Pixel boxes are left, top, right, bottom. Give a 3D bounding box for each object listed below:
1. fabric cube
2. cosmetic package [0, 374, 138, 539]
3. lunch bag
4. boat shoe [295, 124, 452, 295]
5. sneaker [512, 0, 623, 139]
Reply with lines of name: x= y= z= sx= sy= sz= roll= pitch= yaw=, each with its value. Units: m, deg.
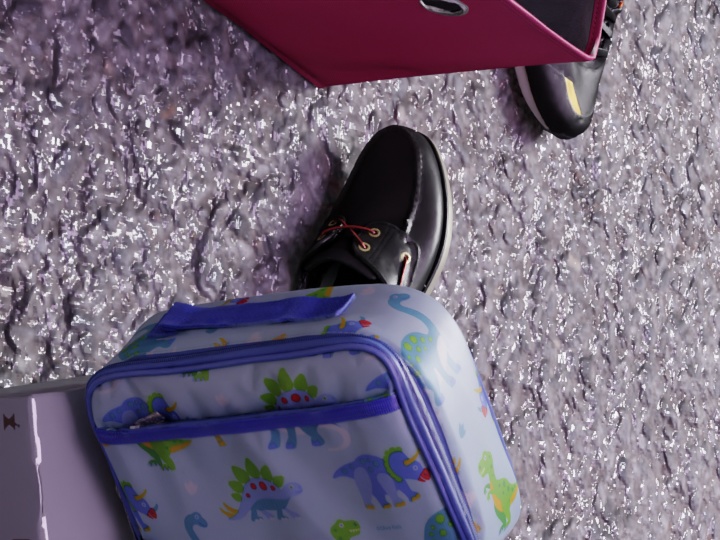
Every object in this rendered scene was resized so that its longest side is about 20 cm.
fabric cube: x=0.018 y=-0.236 z=1.655 sx=0.196 sy=0.198 sz=0.201 roll=32 pitch=61 yaw=-50
cosmetic package: x=-0.130 y=0.105 z=1.530 sx=0.200 sy=0.074 sz=0.102 roll=-5 pitch=91 yaw=-53
lunch bag: x=-0.032 y=0.089 z=1.437 sx=0.082 sy=0.199 sz=0.161 roll=-49 pitch=126 yaw=-51
boat shoe: x=0.002 y=0.000 z=1.721 sx=0.063 sy=0.073 sz=0.202 roll=44 pitch=57 yaw=-53
sneaker: x=0.153 y=-0.191 z=1.933 sx=0.070 sy=0.090 sz=0.201 roll=3 pitch=85 yaw=-54
